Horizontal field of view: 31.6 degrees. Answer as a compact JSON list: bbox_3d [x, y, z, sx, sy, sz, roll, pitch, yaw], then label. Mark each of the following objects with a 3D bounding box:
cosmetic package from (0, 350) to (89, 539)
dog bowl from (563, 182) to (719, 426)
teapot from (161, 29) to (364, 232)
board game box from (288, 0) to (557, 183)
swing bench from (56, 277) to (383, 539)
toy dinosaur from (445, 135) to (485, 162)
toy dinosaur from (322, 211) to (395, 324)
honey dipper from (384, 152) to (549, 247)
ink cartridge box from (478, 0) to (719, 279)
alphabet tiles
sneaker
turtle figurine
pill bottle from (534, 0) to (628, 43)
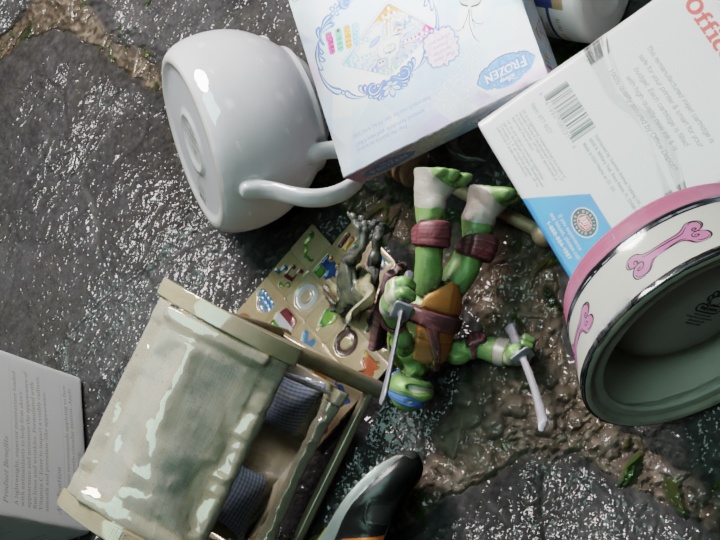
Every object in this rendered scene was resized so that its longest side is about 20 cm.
[{"bbox_3d":[-0.386,0.179,1.214,0.163,0.200,0.167,-20,63,23],"label":"cosmetic package"},{"bbox_3d":[0.232,0.021,0.904,0.199,0.200,0.074,-36,51,15],"label":"dog bowl"},{"bbox_3d":[-0.090,-0.137,1.183,0.144,0.197,0.203,-18,88,-16],"label":"teapot"},{"bbox_3d":[0.046,-0.206,1.068,0.198,0.043,0.202,-23,75,25],"label":"board game box"},{"bbox_3d":[-0.111,0.141,1.056,0.129,0.199,0.201,26,89,33],"label":"swing bench"},{"bbox_3d":[0.055,-0.169,1.143,0.199,0.102,0.078,35,102,25],"label":"toy dinosaur"},{"bbox_3d":[0.000,0.000,1.069,0.047,0.200,0.089,13,89,-4],"label":"toy dinosaur"},{"bbox_3d":[0.091,-0.070,1.119,0.199,0.038,0.038,28,88,32],"label":"honey dipper"},{"bbox_3d":[0.211,-0.098,0.943,0.199,0.084,0.147,-33,70,13],"label":"ink cartridge box"},{"bbox_3d":[-0.041,0.058,1.168,0.200,0.006,0.167,-49,56,7],"label":"alphabet tiles"},{"bbox_3d":[0.004,0.244,1.046,0.090,0.070,0.201,40,95,20],"label":"sneaker"},{"bbox_3d":[0.086,0.023,1.016,0.142,0.200,0.197,11,86,-5],"label":"turtle figurine"},{"bbox_3d":[0.130,-0.269,1.117,0.198,0.111,0.112,17,82,34],"label":"pill bottle"}]
